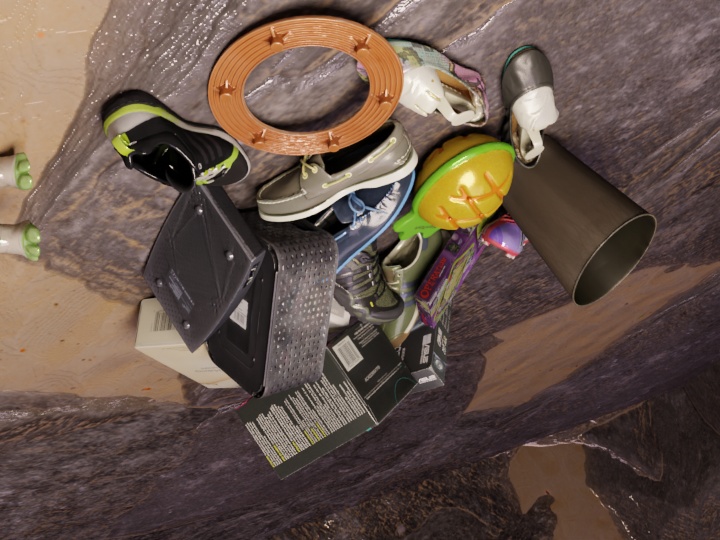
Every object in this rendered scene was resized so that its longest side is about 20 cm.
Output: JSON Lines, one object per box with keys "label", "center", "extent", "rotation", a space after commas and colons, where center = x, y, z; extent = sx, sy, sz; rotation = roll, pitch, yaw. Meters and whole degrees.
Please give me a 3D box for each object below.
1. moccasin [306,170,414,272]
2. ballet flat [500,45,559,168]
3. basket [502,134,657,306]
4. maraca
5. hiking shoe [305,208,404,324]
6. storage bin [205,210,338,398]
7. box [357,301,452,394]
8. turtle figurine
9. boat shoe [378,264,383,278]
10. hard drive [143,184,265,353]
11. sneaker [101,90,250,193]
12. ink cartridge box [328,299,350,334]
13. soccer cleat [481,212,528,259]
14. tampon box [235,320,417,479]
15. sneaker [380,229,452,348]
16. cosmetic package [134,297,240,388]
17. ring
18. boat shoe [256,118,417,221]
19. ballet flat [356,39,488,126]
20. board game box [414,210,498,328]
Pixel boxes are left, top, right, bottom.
{"label": "moccasin", "center": [-0.013, -0.066, 1.061], "extent": [0.068, 0.081, 0.200], "rotation": [32, 104, -35]}
{"label": "ballet flat", "center": [0.214, -0.193, 1.048], "extent": [0.067, 0.069, 0.200], "rotation": [-22, 155, -1]}
{"label": "basket", "center": [0.282, -0.081, 1.153], "extent": [0.135, 0.201, 0.181], "rotation": [-27, 150, -18]}
{"label": "maraca", "center": [0.122, -0.101, 1.102], "extent": [0.136, 0.108, 0.200], "rotation": [-4, 149, -38]}
{"label": "hiking shoe", "center": [0.000, 0.000, 1.166], "extent": [0.199, 0.076, 0.101], "rotation": [33, 119, -28]}
{"label": "storage bin", "center": [-0.113, 0.037, 1.038], "extent": [0.093, 0.135, 0.202], "rotation": [-11, 120, -41]}
{"label": "box", "center": [0.063, 0.114, 1.346], "extent": [0.159, 0.201, 0.044], "rotation": [-19, 125, 27]}
{"label": "turtle figurine", "center": [-0.375, -0.048, 0.721], "extent": [0.192, 0.145, 0.200], "rotation": [-11, 156, -35]}
{"label": "boat shoe", "center": [0.004, 0.018, 1.302], "extent": [0.199, 0.071, 0.070], "rotation": [9, 112, -43]}
{"label": "hard drive", "center": [-0.185, -0.005, 0.996], "extent": [0.042, 0.135, 0.200], "rotation": [-22, 160, -43]}
{"label": "sneaker", "center": [-0.181, -0.106, 0.850], "extent": [0.071, 0.084, 0.199], "rotation": [-34, 154, 23]}
{"label": "ink cartridge box", "center": [-0.134, 0.063, 1.237], "extent": [0.160, 0.051, 0.199], "rotation": [23, 152, -31]}
{"label": "soccer cleat", "center": [0.232, -0.070, 1.265], "extent": [0.077, 0.066, 0.200], "rotation": [-64, 164, 17]}
{"label": "tampon box", "center": [-0.049, 0.181, 1.219], "extent": [0.199, 0.127, 0.150], "rotation": [-35, 179, 30]}
{"label": "sneaker", "center": [0.056, 0.015, 1.262], "extent": [0.089, 0.067, 0.202], "rotation": [24, 96, -41]}
{"label": "cosmetic package", "center": [-0.219, 0.104, 1.194], "extent": [0.102, 0.074, 0.200], "rotation": [-6, 154, 21]}
{"label": "ring", "center": [-0.053, -0.175, 0.848], "extent": [0.198, 0.019, 0.201], "rotation": [-6, 151, -3]}
{"label": "boat shoe", "center": [-0.035, -0.118, 0.979], "extent": [0.200, 0.073, 0.061], "rotation": [-20, 135, 9]}
{"label": "ballet flat", "center": [0.080, -0.196, 0.918], "extent": [0.199, 0.072, 0.069], "rotation": [6, 144, -47]}
{"label": "board game box", "center": [0.147, -0.018, 1.260], "extent": [0.201, 0.032, 0.120], "rotation": [-56, 157, -14]}
